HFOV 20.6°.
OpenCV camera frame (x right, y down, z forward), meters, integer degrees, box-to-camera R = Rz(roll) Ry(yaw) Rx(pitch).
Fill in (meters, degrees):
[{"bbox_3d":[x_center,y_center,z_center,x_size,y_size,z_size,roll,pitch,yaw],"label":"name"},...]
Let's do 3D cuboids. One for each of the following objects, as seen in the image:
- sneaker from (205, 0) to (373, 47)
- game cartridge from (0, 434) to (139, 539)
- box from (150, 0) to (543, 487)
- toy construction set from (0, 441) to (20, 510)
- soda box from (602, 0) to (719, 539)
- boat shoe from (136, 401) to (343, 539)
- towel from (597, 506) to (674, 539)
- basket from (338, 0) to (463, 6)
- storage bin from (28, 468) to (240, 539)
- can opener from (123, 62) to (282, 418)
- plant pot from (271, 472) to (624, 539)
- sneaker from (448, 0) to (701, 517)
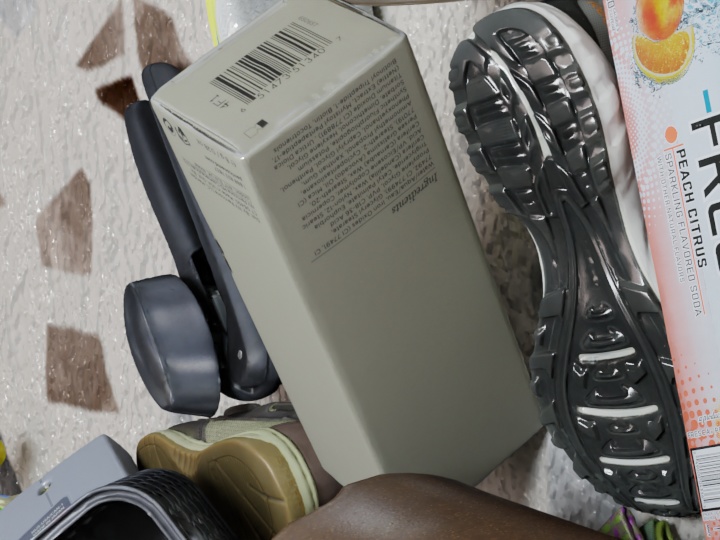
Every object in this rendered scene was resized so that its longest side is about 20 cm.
[{"bbox_3d":[-0.038,-0.063,0.878,0.105,0.075,0.202,132,133,-56],"label":"sneaker"},{"bbox_3d":[-0.173,0.172,0.939,0.200,0.042,0.133,-44,23,-1],"label":"game cartridge"},{"bbox_3d":[0.000,0.000,0.754,0.068,0.082,0.201,32,152,46],"label":"box"},{"bbox_3d":[-0.211,0.196,1.116,0.130,0.092,0.202,11,112,26],"label":"toy construction set"},{"bbox_3d":[0.140,-0.012,0.657,0.063,0.068,0.202,-17,81,51],"label":"soda box"},{"bbox_3d":[-0.050,0.099,0.921,0.200,0.064,0.074,-9,99,65],"label":"boat shoe"},{"bbox_3d":[0.115,0.209,0.754,0.144,0.023,0.201,-53,53,42],"label":"towel"},{"bbox_3d":[0.035,-0.204,0.713,0.135,0.180,0.202,2,107,31],"label":"basket"},{"bbox_3d":[-0.122,0.191,0.820,0.200,0.094,0.135,-40,85,2],"label":"storage bin"},{"bbox_3d":[-0.076,-0.021,0.946,0.063,0.078,0.201,-46,46,38],"label":"can opener"},{"bbox_3d":[0.055,0.165,0.667,0.198,0.199,0.202,22,111,57],"label":"plant pot"},{"bbox_3d":[0.099,-0.006,0.718,0.074,0.079,0.202,-5,107,40],"label":"sneaker"}]
